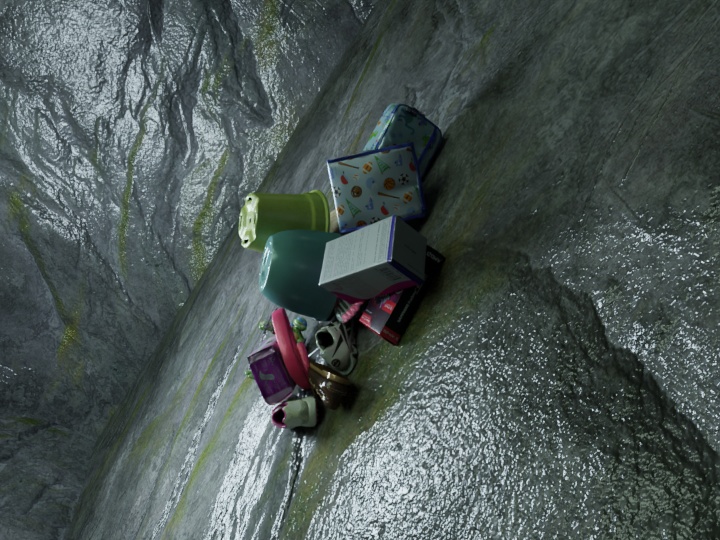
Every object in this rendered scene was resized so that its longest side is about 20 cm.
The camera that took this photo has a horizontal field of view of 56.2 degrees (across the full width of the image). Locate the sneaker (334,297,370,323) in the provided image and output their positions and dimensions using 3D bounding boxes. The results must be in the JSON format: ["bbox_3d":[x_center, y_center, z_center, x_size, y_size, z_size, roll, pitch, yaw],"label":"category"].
[{"bbox_3d":[0.018,0.039,1.473,0.201,0.094,0.080,-54,53,26],"label":"sneaker"}]

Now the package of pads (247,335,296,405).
[{"bbox_3d":[-0.193,0.222,1.533,0.074,0.123,0.200,-25,3,1],"label":"package of pads"}]

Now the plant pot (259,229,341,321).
[{"bbox_3d":[-0.141,-0.001,1.532,0.200,0.157,0.207,-168,90,-72],"label":"plant pot"}]

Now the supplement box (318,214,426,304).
[{"bbox_3d":[0.023,-0.016,1.323,0.197,0.100,0.106,-19,52,40],"label":"supplement box"}]

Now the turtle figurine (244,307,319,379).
[{"bbox_3d":[-0.203,0.198,1.673,0.197,0.142,0.200,-58,17,-3],"label":"turtle figurine"}]

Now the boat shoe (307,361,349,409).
[{"bbox_3d":[-0.077,0.240,1.421,0.200,0.069,0.072,-174,102,-77],"label":"boat shoe"}]

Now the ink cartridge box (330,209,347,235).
[{"bbox_3d":[-0.043,-0.093,1.798,0.199,0.074,0.168,-21,43,58],"label":"ink cartridge box"}]

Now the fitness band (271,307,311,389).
[{"bbox_3d":[-0.152,0.178,1.527,0.037,0.145,0.203,-23,50,0],"label":"fitness band"}]

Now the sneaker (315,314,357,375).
[{"bbox_3d":[-0.059,0.142,1.500,0.075,0.087,0.201,-52,20,17],"label":"sneaker"}]

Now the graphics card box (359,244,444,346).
[{"bbox_3d":[0.081,0.040,1.365,0.203,0.050,0.125,-59,21,-2],"label":"graphics card box"}]

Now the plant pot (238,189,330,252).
[{"bbox_3d":[-0.197,-0.111,1.669,0.199,0.180,0.207,-17,70,58],"label":"plant pot"}]

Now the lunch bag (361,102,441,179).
[{"bbox_3d":[0.097,-0.285,1.620,0.203,0.159,0.082,-60,26,1],"label":"lunch bag"}]

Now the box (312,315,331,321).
[{"bbox_3d":[-0.112,0.012,1.724,0.158,0.045,0.206,22,104,61],"label":"box"}]

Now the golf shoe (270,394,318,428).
[{"bbox_3d":[-0.167,0.314,1.490,0.199,0.089,0.078,-27,67,56],"label":"golf shoe"}]

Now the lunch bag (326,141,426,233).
[{"bbox_3d":[0.042,-0.185,1.511,0.195,0.175,0.124,-10,8,17],"label":"lunch bag"}]

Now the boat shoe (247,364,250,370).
[{"bbox_3d":[-0.279,0.257,1.880,0.199,0.064,0.073,-14,49,63],"label":"boat shoe"}]
